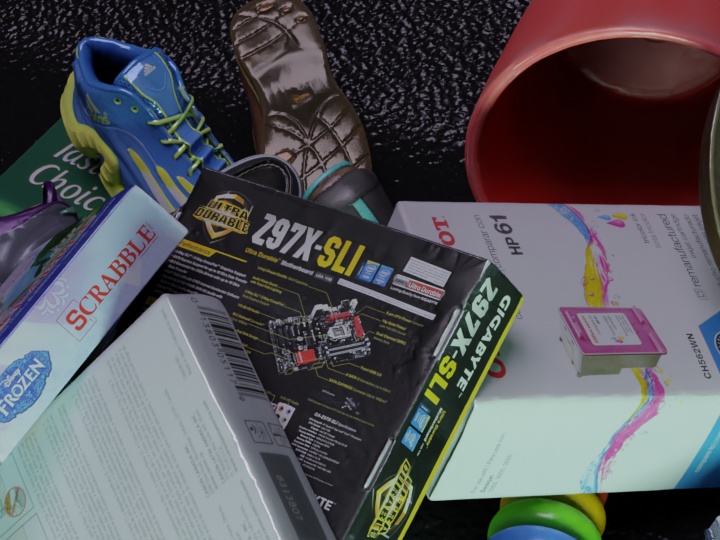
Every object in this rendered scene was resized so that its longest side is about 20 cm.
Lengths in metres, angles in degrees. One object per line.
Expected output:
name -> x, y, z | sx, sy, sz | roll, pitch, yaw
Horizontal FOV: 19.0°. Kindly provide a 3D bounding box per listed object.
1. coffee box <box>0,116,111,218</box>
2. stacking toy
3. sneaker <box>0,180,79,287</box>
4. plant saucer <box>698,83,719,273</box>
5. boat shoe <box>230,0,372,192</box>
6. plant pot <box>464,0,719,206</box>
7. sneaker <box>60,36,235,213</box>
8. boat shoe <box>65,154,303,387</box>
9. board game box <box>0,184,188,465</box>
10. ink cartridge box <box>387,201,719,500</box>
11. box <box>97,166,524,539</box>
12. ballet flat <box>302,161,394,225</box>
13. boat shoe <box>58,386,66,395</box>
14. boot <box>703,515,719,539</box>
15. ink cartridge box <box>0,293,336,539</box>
coffee box -> -0.198, -0.026, 1.428 | 0.123, 0.044, 0.200 | 27, 60, 32
stacking toy -> 0.104, 0.145, 1.172 | 0.085, 0.086, 0.200 | 4, 45, 18
sneaker -> -0.167, -0.005, 1.322 | 0.199, 0.088, 0.074 | 11, 1, -15
plant saucer -> 0.247, -0.038, 1.185 | 0.037, 0.200, 0.201 | -12, 37, 49
boat shoe -> -0.035, -0.086, 1.427 | 0.072, 0.068, 0.201 | -15, 63, -3
plant pot -> 0.174, -0.114, 1.324 | 0.200, 0.201, 0.178 | -1, 38, 14
sneaker -> -0.123, -0.074, 1.358 | 0.200, 0.105, 0.076 | 39, 65, 23
boat shoe -> -0.102, -0.001, 1.281 | 0.069, 0.057, 0.200 | 41, 66, 5
board game box -> -0.195, 0.057, 1.141 | 0.200, 0.041, 0.199 | -53, 13, -24
ink cartridge box -> 0.113, 0.041, 1.172 | 0.199, 0.085, 0.145 | -1, 48, -23
box -> -0.037, 0.046, 1.102 | 0.200, 0.049, 0.160 | 18, 73, 37
ballet flat -> 0.000, 0.000, 1.273 | 0.068, 0.200, 0.068 | -42, 77, -7
boat shoe -> -0.165, 0.130, 1.267 | 0.068, 0.075, 0.200 | 18, 51, 4
boot -> 0.164, 0.209, 1.095 | 0.090, 0.073, 0.200 | -2, 49, 6
ink cartridge box -> -0.115, 0.133, 1.060 | 0.200, 0.057, 0.163 | -44, 57, 27
